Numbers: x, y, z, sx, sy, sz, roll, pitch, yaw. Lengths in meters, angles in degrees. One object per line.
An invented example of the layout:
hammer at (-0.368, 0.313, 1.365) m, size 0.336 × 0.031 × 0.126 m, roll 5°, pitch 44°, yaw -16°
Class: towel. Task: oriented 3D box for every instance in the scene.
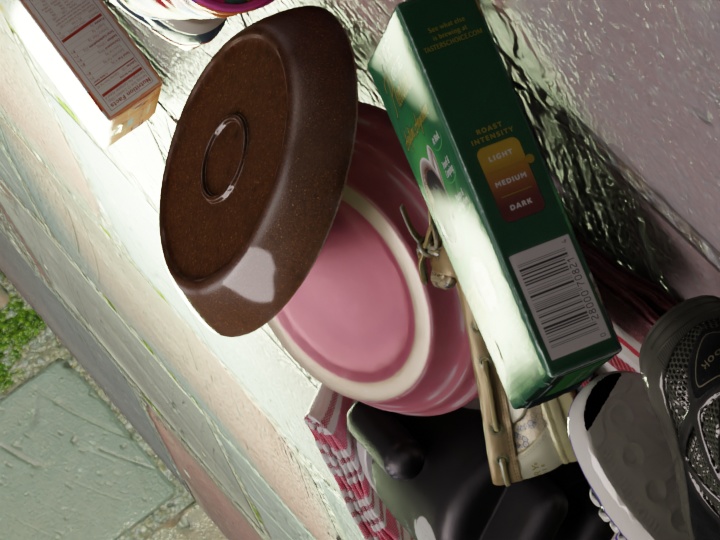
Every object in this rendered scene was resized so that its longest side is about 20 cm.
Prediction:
towel at (0.031, 0.100, 1.971) m, size 0.030 × 0.146 × 0.200 m, roll 8°, pitch 144°, yaw 29°
towel at (0.152, 0.053, 1.590) m, size 0.144 × 0.023 × 0.200 m, roll 42°, pitch 166°, yaw 40°

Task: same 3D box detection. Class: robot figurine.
robot figurine at (0.079, 0.124, 1.844) m, size 0.200 × 0.125 × 0.150 m, roll 45°, pitch 164°, yaw 53°

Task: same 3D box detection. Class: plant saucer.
plant saucer at (0.000, 0.000, 1.754) m, size 0.201 × 0.051 × 0.201 m, roll 26°, pitch 131°, yaw 34°
plant saucer at (-0.067, -0.062, 1.730) m, size 0.034 × 0.200 × 0.200 m, roll 16°, pitch -172°, yaw -27°

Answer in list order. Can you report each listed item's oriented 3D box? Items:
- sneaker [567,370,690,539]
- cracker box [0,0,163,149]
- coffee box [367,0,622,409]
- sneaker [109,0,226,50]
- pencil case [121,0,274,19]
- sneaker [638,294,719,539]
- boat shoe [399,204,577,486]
sneaker at (0.152, 0.134, 1.564) m, size 0.200 × 0.081 × 0.146 m, roll 42°, pitch 156°, yaw -18°
cracker box at (-0.236, -0.199, 2.344) m, size 0.200 × 0.058 × 0.134 m, roll 54°, pitch 170°, yaw 2°
coffee box at (0.065, -0.036, 1.485) m, size 0.123 × 0.044 × 0.200 m, roll 115°, pitch 132°, yaw -78°
sneaker at (-0.160, -0.217, 1.905) m, size 0.200 × 0.075 × 0.085 m, roll 51°, pitch 165°, yaw 10°
pencil case at (-0.097, -0.186, 1.725) m, size 0.088 × 0.088 × 0.200 m, roll 56°, pitch 168°, yaw -14°
sneaker at (0.202, 0.113, 1.412) m, size 0.114 × 0.076 × 0.199 m, roll 49°, pitch 165°, yaw 55°
boat shoe at (0.066, 0.019, 1.635) m, size 0.073 × 0.063 × 0.200 m, roll 19°, pitch -132°, yaw -84°
